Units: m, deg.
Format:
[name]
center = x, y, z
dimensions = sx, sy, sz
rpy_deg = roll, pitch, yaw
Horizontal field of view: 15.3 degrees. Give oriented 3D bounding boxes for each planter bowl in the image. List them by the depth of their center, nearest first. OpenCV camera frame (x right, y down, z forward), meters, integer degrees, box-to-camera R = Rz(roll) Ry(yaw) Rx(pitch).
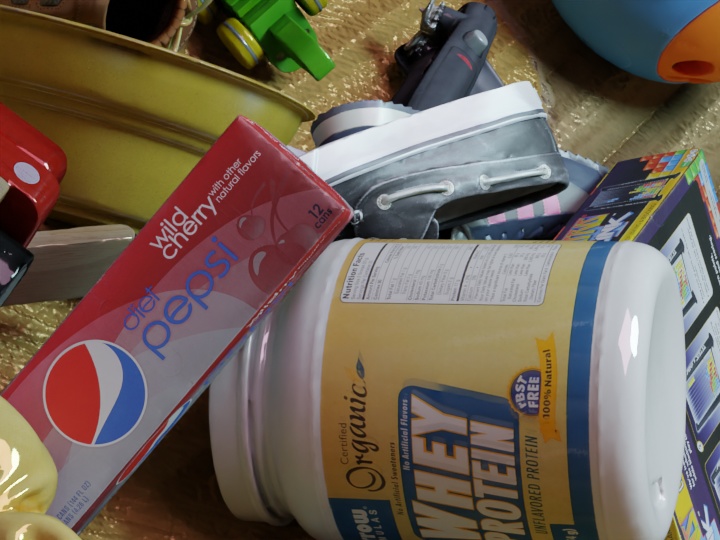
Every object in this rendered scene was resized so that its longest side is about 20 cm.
[planter bowl]
center = -0.127, -0.063, 1.291
dimensions = 0.199, 0.084, 0.200
rpy_deg = 15, -3, 1

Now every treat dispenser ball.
[treat dispenser ball]
center = 0.208, -0.218, 1.678
dimensions = 0.200, 0.201, 0.202
rpy_deg = 23, 39, -21

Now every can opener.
[can opener]
center = 0.046, -0.103, 1.515
dimensions = 0.078, 0.063, 0.200
rpy_deg = 38, 24, -1

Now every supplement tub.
[supplement tub]
center = 0.043, 0.058, 1.231
dimensions = 0.199, 0.145, 0.145
rpy_deg = 0, 35, 16

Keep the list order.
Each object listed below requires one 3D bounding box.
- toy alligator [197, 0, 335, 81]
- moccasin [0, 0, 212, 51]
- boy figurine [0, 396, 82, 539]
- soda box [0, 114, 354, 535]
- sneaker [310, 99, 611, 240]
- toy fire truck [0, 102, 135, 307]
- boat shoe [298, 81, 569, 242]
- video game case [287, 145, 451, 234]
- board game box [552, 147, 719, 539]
[toy alligator]
center = -0.078, -0.168, 1.512
dimensions = 0.200, 0.059, 0.054
rpy_deg = 46, -7, 23
[moccasin]
center = -0.118, -0.137, 1.371
dimensions = 0.077, 0.074, 0.201
rpy_deg = 17, -3, 12
[boy figurine]
center = -0.152, 0.144, 1.067
dimensions = 0.064, 0.124, 0.201
rpy_deg = 51, 25, -59
[soda box]
center = -0.091, 0.028, 1.163
dimensions = 0.063, 0.200, 0.070
rpy_deg = 40, 2, 3
[sneaker]
center = 0.062, -0.025, 1.408
dimensions = 0.199, 0.070, 0.082
rpy_deg = 12, 58, -27
[toy fire truck]
center = -0.171, -0.008, 1.152
dimensions = 0.128, 0.176, 0.200
rpy_deg = 36, 36, -3
[boat shoe]
center = 0.012, -0.030, 1.307
dimensions = 0.199, 0.072, 0.068
rpy_deg = -21, 80, -25
[video game case]
center = 0.000, 0.000, 1.384
dimensions = 0.199, 0.019, 0.143
rpy_deg = 19, 38, -22
[board game box]
center = 0.155, 0.062, 1.379
dimensions = 0.165, 0.056, 0.201
rpy_deg = -44, 120, -53
